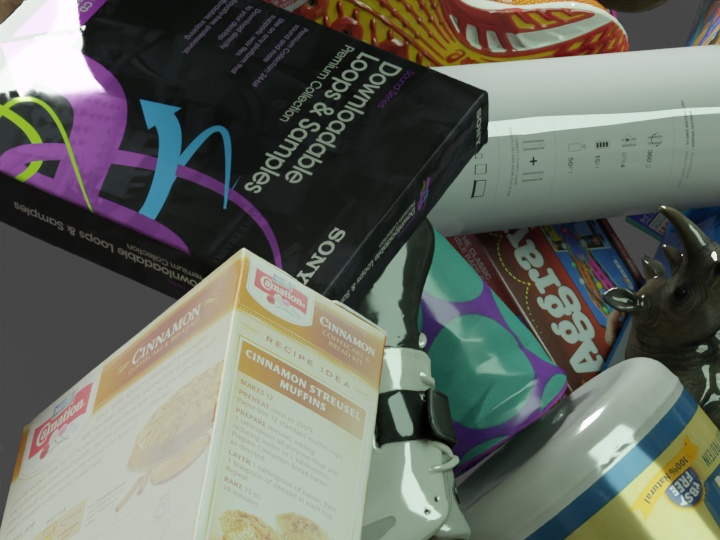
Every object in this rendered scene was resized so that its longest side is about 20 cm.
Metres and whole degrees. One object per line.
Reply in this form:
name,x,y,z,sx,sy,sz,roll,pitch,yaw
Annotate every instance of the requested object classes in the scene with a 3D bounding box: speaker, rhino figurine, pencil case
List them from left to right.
pencil case,0.000,0.000,1.210,0.200,0.085,0.092,50,6,-4
speaker,0.094,-0.062,1.306,0.199,0.081,0.081,-7,65,-28
rhino figurine,0.161,0.062,1.233,0.060,0.087,0.201,-39,118,-42

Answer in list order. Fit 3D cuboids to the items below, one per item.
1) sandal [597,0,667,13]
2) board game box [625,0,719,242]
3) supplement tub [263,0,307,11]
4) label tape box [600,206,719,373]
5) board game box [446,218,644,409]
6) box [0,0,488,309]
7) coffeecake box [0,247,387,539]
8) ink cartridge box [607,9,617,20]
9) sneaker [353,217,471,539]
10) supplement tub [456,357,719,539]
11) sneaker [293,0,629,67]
sandal,0.073,-0.191,1.385,0.200,0.080,0.054,38,56,-13
board game box,0.215,-0.122,1.449,0.045,0.152,0.200,31,45,-6
supplement tub,-0.062,-0.201,1.189,0.140,0.200,0.141,2,72,-5
label tape box,0.217,0.075,1.359,0.200,0.063,0.144,46,43,-16
board game box,0.085,-0.018,1.357,0.103,0.019,0.200,-22,78,-48
box,-0.066,-0.056,1.123,0.199,0.036,0.143,24,51,18
coffeecake box,-0.072,0.116,0.998,0.073,0.153,0.200,31,44,-24
ink cartridge box,0.047,-0.180,1.432,0.199,0.037,0.095,15,52,-34
sneaker,0.009,0.074,1.117,0.088,0.074,0.201,19,76,1
supplement tub,0.130,0.154,1.171,0.200,0.145,0.145,51,39,-1
sneaker,0.036,-0.129,1.349,0.199,0.073,0.077,17,17,-28
